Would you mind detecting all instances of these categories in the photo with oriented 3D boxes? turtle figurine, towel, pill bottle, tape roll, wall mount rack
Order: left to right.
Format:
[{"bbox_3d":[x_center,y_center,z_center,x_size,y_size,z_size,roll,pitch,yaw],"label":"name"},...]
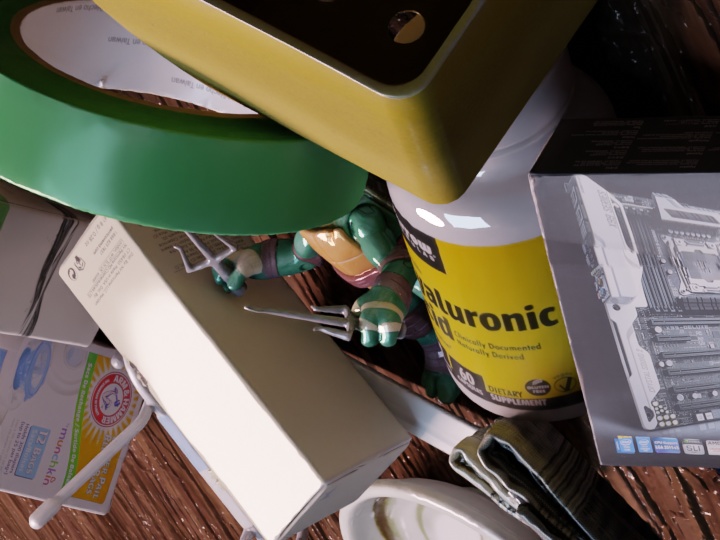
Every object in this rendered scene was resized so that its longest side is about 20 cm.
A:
[{"bbox_3d":[-0.091,-0.078,1.238,0.200,0.200,0.048,26,116,26],"label":"tape roll"},{"bbox_3d":[-0.120,0.132,1.691,0.075,0.174,0.200,-22,119,29],"label":"wall mount rack"},{"bbox_3d":[0.000,0.000,1.415,0.200,0.101,0.150,34,177,-28],"label":"turtle figurine"},{"bbox_3d":[0.073,-0.031,1.261,0.111,0.111,0.200,21,147,33],"label":"pill bottle"},{"bbox_3d":[0.126,0.144,1.323,0.193,0.035,0.200,46,-174,5],"label":"towel"}]

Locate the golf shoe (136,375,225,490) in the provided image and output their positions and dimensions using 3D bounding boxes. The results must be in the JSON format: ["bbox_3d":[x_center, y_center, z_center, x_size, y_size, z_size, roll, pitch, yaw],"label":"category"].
[{"bbox_3d":[-0.058,0.079,1.646,0.097,0.078,0.200,-10,132,40],"label":"golf shoe"}]

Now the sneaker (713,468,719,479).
[{"bbox_3d":[0.203,0.088,1.286,0.082,0.074,0.200,28,126,25],"label":"sneaker"}]

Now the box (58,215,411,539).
[{"bbox_3d":[-0.070,0.046,1.485,0.200,0.082,0.068,52,131,14],"label":"box"}]

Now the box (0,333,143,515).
[{"bbox_3d":[-0.245,0.079,1.744,0.101,0.113,0.200,16,176,40],"label":"box"}]

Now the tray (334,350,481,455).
[{"bbox_3d":[0.024,0.077,1.527,0.200,0.022,0.107,27,180,29],"label":"tray"}]

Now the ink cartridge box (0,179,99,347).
[{"bbox_3d":[-0.246,-0.025,1.599,0.146,0.084,0.200,26,-176,26],"label":"ink cartridge box"}]

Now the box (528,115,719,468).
[{"bbox_3d":[0.186,0.011,1.155,0.200,0.050,0.158,1,125,26],"label":"box"}]

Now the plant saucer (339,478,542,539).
[{"bbox_3d":[0.081,0.185,1.650,0.200,0.050,0.200,31,153,18],"label":"plant saucer"}]

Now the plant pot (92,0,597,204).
[{"bbox_3d":[0.006,-0.142,1.103,0.200,0.200,0.176,28,163,22],"label":"plant pot"}]
